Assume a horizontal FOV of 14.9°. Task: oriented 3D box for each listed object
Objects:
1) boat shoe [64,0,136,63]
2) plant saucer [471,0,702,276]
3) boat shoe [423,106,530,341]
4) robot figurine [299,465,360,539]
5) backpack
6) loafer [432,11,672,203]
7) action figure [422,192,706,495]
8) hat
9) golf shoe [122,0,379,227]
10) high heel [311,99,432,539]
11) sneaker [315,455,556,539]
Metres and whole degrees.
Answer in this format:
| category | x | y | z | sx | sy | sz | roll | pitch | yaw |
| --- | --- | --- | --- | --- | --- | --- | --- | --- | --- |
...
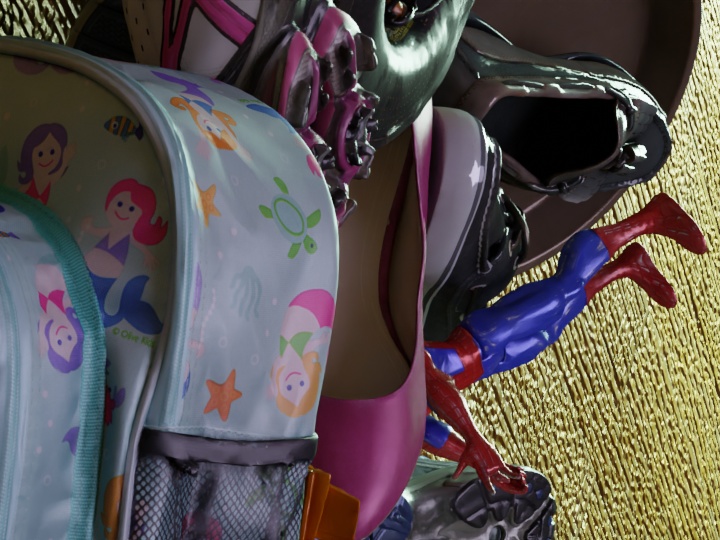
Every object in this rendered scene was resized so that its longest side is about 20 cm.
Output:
| category | x | y | z | sx | sy | sz | roll | pitch | yaw |
| --- | --- | --- | --- | --- | --- | --- | --- | --- | --- |
| boat shoe | -0.060 | -0.047 | 0.991 | 0.073 | 0.072 | 0.201 | -53 | 160 | -32 |
| plant saucer | 0.077 | -0.083 | 1.270 | 0.199 | 0.029 | 0.201 | -28 | 138 | -28 |
| boat shoe | 0.042 | -0.014 | 1.173 | 0.200 | 0.056 | 0.069 | 109 | -16 | -69 |
| robot figurine | -0.059 | 0.096 | 0.941 | 0.200 | 0.058 | 0.146 | -152 | -107 | -72 |
| backpack | -0.100 | 0.032 | 0.806 | 0.150 | 0.177 | 0.202 | 15 | 90 | -48 |
| loafer | 0.083 | -0.061 | 1.220 | 0.199 | 0.063 | 0.072 | 16 | 111 | -51 |
| action figure | 0.070 | 0.047 | 1.129 | 0.199 | 0.099 | 0.065 | -23 | 152 | -28 |
| hat | 0.001 | -0.146 | 0.988 | 0.201 | 0.080 | 0.202 | 21 | 90 | -75 |
| golf shoe | -0.041 | -0.108 | 0.844 | 0.073 | 0.092 | 0.201 | -33 | 134 | -57 |
| high heel | 0.000 | 0.000 | 1.051 | 0.096 | 0.067 | 0.201 | 94 | 5 | -57 |
| sneaker | -0.013 | 0.111 | 1.153 | 0.199 | 0.085 | 0.078 | 6 | 94 | -43 |
